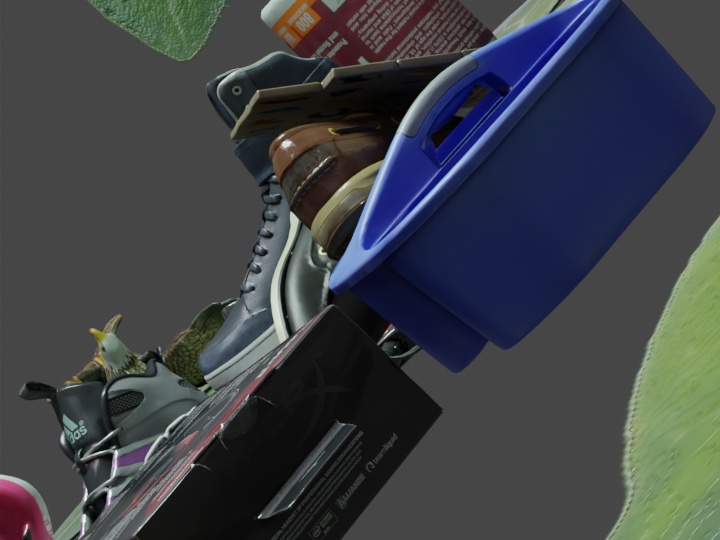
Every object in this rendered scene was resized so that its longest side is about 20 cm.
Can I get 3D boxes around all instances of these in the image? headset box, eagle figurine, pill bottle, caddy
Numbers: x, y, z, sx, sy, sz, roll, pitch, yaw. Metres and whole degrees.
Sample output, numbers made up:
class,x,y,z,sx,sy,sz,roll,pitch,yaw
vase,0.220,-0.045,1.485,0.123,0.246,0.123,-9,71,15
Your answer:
class,x,y,z,sx,sy,sz,roll,pitch,yaw
headset box,-0.059,0.109,1.074,0.149,0.075,0.200,-49,6,-30
eagle figurine,-0.194,0.101,2.181,0.200,0.151,0.152,-4,78,38
pill bottle,0.033,-0.162,1.760,0.114,0.200,0.114,-46,4,4
caddy,0.068,-0.048,1.092,0.200,0.105,0.141,-48,6,-22

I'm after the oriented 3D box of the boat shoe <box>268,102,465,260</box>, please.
class,x,y,z,sx,sy,sz,roll,pitch,yaw
boat shoe,0.018,-0.059,1.234,0.072,0.068,0.200,-49,-14,24

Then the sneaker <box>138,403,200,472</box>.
class,x,y,z,sx,sy,sz,roll,pitch,yaw
sneaker,-0.105,0.138,1.259,0.200,0.074,0.080,-47,3,-7

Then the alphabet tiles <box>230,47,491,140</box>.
class,x,y,z,sx,sy,sz,roll,pitch,yaw
alphabet tiles,0.018,-0.093,1.250,0.166,0.006,0.200,-8,-4,-10

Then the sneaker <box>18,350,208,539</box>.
class,x,y,z,sx,sy,sz,roll,pitch,yaw
sneaker,-0.155,0.123,1.393,0.078,0.140,0.200,-42,6,39

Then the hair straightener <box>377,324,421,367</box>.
class,x,y,z,sx,sy,sz,roll,pitch,yaw
hair straightener,0.051,-0.005,1.245,0.077,0.041,0.200,-42,1,37

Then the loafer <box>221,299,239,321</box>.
class,x,y,z,sx,sy,sz,roll,pitch,yaw
loafer,-0.023,-0.004,1.696,0.200,0.072,0.073,-50,5,-41

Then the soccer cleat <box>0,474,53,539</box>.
class,x,y,z,sx,sy,sz,roll,pitch,yaw
soccer cleat,-0.205,0.193,1.288,0.086,0.070,0.200,-47,-27,-68

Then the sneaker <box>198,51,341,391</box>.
class,x,y,z,sx,sy,sz,roll,pitch,yaw
sneaker,-0.062,-0.039,1.429,0.202,0.146,0.077,-48,7,-7

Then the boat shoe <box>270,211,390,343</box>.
class,x,y,z,sx,sy,sz,roll,pitch,yaw
boat shoe,-0.002,-0.002,1.297,0.063,0.074,0.202,-34,32,30
